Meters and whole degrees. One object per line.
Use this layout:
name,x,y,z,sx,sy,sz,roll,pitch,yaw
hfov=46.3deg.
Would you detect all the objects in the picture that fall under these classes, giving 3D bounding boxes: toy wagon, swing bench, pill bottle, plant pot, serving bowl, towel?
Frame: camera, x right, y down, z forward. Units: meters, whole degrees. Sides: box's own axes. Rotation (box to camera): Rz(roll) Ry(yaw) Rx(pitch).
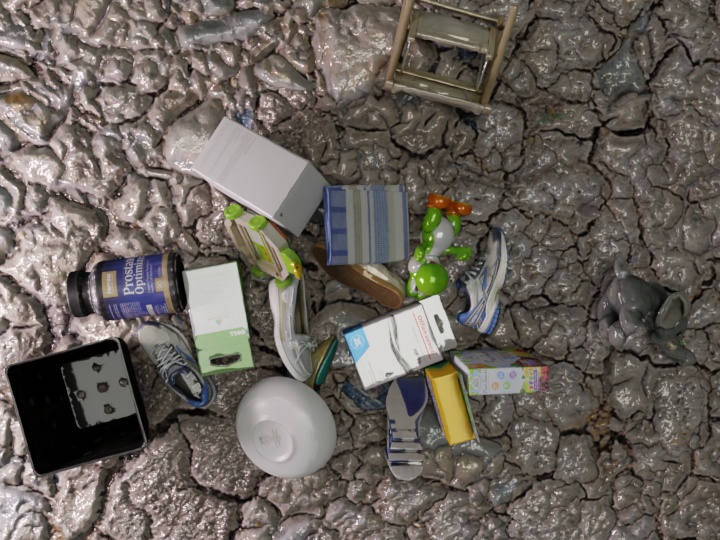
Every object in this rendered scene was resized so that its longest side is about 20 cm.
toy wagon,-0.165,-0.037,1.509,0.040,0.200,0.155,-44,137,-25
swing bench,0.159,-0.401,1.546,0.198,0.130,0.201,14,97,-4
pill bottle,-0.424,0.033,1.539,0.199,0.112,0.112,-7,93,-3
plant pot,-0.486,0.229,1.512,0.199,0.177,0.200,-15,93,-3
serving bowl,-0.148,0.298,1.546,0.199,0.066,0.201,7,109,21
towel,0.013,-0.085,1.546,0.200,0.024,0.147,-5,93,-40

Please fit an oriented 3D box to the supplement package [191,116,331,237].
supplement package,-0.175,-0.166,1.501,0.200,0.117,0.117,32,85,24

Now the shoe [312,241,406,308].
shoe,0.000,0.000,1.592,0.200,0.070,0.053,32,51,-1

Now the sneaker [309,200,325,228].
sneaker,-0.081,-0.096,1.576,0.099,0.071,0.200,-41,90,4

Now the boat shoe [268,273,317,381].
boat shoe,-0.118,0.102,1.552,0.065,0.074,0.203,-19,69,19

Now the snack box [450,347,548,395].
snack box,0.247,0.182,1.536,0.142,0.200,0.053,-3,94,-3

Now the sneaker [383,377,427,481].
sneaker,0.077,0.308,1.595,0.080,0.115,0.200,7,63,-5

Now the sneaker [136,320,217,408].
sneaker,-0.340,0.173,1.562,0.077,0.085,0.200,-42,93,-1

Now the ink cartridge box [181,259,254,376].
ink cartridge box,-0.262,0.088,1.575,0.103,0.059,0.201,-10,93,-2

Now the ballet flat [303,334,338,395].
ballet flat,-0.099,0.212,1.590,0.070,0.071,0.201,16,92,-3

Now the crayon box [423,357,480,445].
crayon box,0.161,0.237,1.533,0.051,0.200,0.126,-16,93,-2

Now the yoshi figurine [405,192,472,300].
yoshi figurine,0.145,-0.036,1.554,0.112,0.112,0.201,19,96,13

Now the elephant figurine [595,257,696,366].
elephant figurine,0.560,0.083,1.598,0.199,0.155,0.142,4,49,-13

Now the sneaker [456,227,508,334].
sneaker,0.226,0.016,1.584,0.085,0.077,0.201,10,92,1

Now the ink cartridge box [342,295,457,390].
ink cartridge box,0.079,0.133,1.591,0.199,0.068,0.116,-22,94,-2
